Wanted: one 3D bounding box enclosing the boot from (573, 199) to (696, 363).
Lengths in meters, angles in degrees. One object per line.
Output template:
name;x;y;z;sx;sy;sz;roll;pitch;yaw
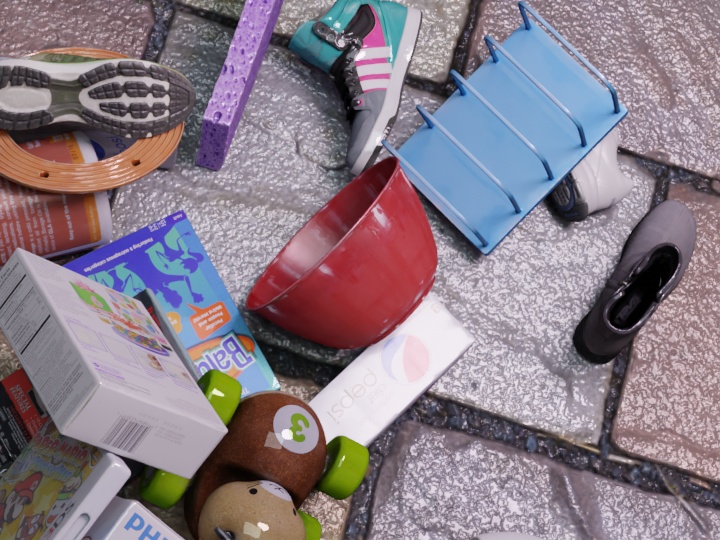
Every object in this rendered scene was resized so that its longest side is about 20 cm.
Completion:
boot;0.288;-0.001;1.736;0.070;0.132;0.200;30;69;2

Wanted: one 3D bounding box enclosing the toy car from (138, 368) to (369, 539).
toy car;-0.083;0.201;1.508;0.164;0.200;0.158;29;101;-17

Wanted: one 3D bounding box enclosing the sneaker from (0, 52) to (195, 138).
sneaker;-0.250;-0.174;1.626;0.200;0.077;0.089;4;28;-10

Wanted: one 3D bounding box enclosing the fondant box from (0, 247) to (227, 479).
fondant box;-0.215;0.077;1.491;0.058;0.144;0.200;-51;44;12

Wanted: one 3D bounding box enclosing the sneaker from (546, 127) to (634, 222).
sneaker;0.212;-0.148;1.815;0.087;0.074;0.200;-14;81;-27

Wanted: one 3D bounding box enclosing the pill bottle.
pill bottle;-0.339;-0.055;1.653;0.200;0.112;0.112;-15;75;-15

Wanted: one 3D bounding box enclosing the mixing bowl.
mixing bowl;0.000;0.000;1.665;0.108;0.200;0.200;44;69;-11

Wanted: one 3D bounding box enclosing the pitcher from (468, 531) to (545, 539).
pitcher;0.168;0.339;1.617;0.200;0.121;0.172;25;84;-13

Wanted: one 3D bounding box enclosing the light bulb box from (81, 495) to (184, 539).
light bulb box;-0.240;0.293;1.488;0.125;0.198;0.200;44;70;-22

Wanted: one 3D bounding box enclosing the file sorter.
file sorter;0.137;-0.139;1.714;0.200;0.123;0.139;-45;78;2

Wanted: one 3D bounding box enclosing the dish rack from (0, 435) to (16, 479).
dish rack;-0.392;0.163;1.589;0.153;0.055;0.200;-30;79;-7

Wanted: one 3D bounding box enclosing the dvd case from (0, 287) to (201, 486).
dvd case;-0.240;0.129;1.618;0.200;0.022;0.146;-33;79;6

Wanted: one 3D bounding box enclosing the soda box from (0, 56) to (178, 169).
soda box;-0.272;-0.152;1.721;0.200;0.063;0.068;7;64;-8

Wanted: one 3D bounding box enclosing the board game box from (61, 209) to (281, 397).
board game box;-0.188;0.063;1.675;0.152;0.045;0.200;-27;79;-17

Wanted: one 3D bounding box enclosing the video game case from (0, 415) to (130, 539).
video game case;-0.275;0.206;1.484;0.023;0.200;0.182;39;86;-23

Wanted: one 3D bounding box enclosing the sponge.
sponge;-0.114;-0.207;1.745;0.030;0.112;0.200;18;69;-1

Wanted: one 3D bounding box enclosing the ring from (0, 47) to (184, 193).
ring;-0.263;-0.137;1.642;0.200;0.019;0.201;4;47;-4

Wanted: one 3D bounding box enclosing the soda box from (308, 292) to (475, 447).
soda box;0.014;0.114;1.685;0.200;0.064;0.068;-42;84;-19

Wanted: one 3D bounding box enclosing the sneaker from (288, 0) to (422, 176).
sneaker;-0.017;-0.196;1.772;0.121;0.084;0.200;19;61;-8
